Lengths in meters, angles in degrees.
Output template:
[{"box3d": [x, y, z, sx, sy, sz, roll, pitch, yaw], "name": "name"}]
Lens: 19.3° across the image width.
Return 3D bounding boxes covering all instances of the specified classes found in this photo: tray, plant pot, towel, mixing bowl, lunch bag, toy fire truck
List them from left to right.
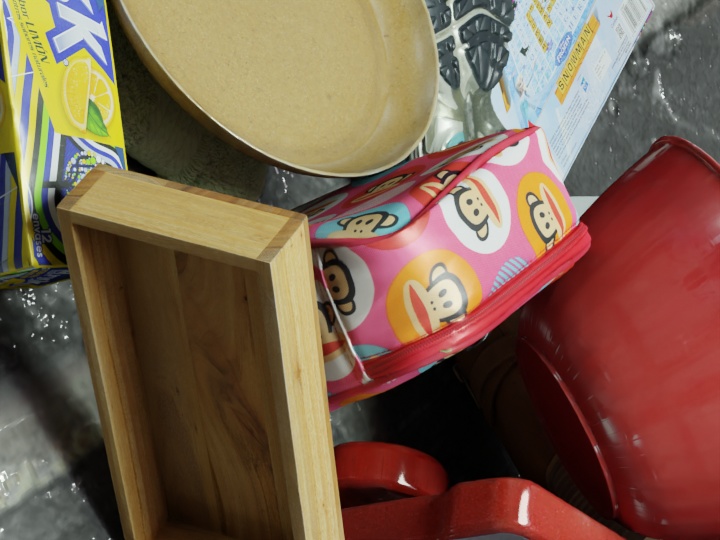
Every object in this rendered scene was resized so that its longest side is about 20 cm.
[{"box3d": [-0.085, -0.137, 1.027, 0.148, 0.036, 0.202, 35, 55, -39], "name": "towel"}, {"box3d": [-0.062, 0.055, 0.890, 0.037, 0.098, 0.201, -53, 148, -42], "name": "tray"}, {"box3d": [-0.046, -0.127, 0.989, 0.199, 0.027, 0.202, 24, 50, -31], "name": "plant pot"}, {"box3d": [0.000, 0.000, 0.966, 0.176, 0.199, 0.082, -37, 103, -48], "name": "lunch bag"}, {"box3d": [0.070, 0.157, 1.032, 0.200, 0.167, 0.113, 34, 56, -40], "name": "toy fire truck"}, {"box3d": [0.141, 0.050, 0.997, 0.108, 0.200, 0.202, -26, 105, -7], "name": "mixing bowl"}]

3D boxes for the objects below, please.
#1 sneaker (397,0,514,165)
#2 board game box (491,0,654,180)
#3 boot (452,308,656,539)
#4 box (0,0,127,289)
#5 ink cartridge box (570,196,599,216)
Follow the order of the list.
[{"box3d": [0.028, -0.100, 1.110, 0.077, 0.086, 0.202, -3, 92, -49], "name": "sneaker"}, {"box3d": [0.081, -0.170, 1.232, 0.200, 0.041, 0.201, 56, 44, -25], "name": "board game box"}, {"box3d": [0.104, 0.103, 1.164, 0.156, 0.076, 0.200, 53, -4, 22], "name": "boot"}, {"box3d": [-0.151, -0.095, 0.908, 0.064, 0.070, 0.202, -3, 83, -50], "name": "box"}, {"box3d": [0.209, 0.034, 1.184, 0.147, 0.198, 0.084, 64, 37, -43], "name": "ink cartridge box"}]
